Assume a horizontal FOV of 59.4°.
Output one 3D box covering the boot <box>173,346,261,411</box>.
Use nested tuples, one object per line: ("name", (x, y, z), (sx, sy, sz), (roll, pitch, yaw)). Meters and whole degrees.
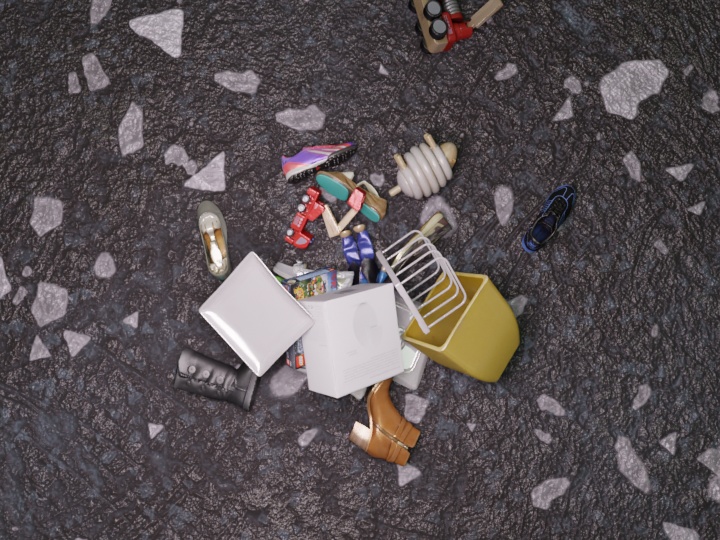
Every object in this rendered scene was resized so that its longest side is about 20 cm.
("boot", (-0.330, 0.223, 1.498), (0.194, 0.066, 0.170), (17, 80, 5))

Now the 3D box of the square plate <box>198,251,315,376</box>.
("square plate", (-0.222, 0.094, 1.354), (0.198, 0.028, 0.200), (-43, 93, 20))

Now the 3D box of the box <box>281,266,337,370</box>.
("box", (-0.112, 0.108, 1.439), (0.134, 0.037, 0.207), (-18, 114, -40))

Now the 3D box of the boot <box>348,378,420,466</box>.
("boot", (0.075, 0.345, 1.482), (0.152, 0.077, 0.205), (25, 82, 2))

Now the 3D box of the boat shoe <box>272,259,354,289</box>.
("boat shoe", (-0.113, 0.010, 1.517), (0.196, 0.074, 0.067), (15, 88, 9))

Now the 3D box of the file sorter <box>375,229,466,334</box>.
("file sorter", (0.136, 0.015, 1.423), (0.123, 0.201, 0.140), (-33, 114, 2))

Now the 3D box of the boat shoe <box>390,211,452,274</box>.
("boat shoe", (0.147, -0.055, 1.543), (0.065, 0.073, 0.201), (41, 84, 7))

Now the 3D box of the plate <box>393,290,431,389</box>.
("plate", (0.084, 0.157, 1.532), (0.195, 0.032, 0.205), (23, 83, 2))

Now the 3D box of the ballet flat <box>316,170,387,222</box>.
("ballet flat", (-0.015, -0.201, 1.568), (0.197, 0.068, 0.073), (32, 62, 3))

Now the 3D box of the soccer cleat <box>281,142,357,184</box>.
("soccer cleat", (-0.104, -0.286, 1.573), (0.195, 0.068, 0.075), (-24, 76, -4))

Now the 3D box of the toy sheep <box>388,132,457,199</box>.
("toy sheep", (0.151, -0.246, 1.544), (0.197, 0.138, 0.141), (-31, 84, 9))

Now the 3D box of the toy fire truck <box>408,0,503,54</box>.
("toy fire truck", (0.244, -0.672, 1.617), (0.194, 0.129, 0.182), (-14, 82, -16))

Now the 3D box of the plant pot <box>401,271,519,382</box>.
("plant pot", (0.251, 0.147, 1.457), (0.199, 0.193, 0.198), (41, 77, -20))

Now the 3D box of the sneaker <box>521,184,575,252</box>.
("sneaker", (0.476, -0.132, 1.562), (0.069, 0.078, 0.202), (35, 83, 3))

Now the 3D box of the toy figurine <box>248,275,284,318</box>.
("toy figurine", (-0.234, 0.068, 1.457), (0.195, 0.184, 0.154), (22, 82, 2))

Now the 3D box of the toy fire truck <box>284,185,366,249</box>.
("toy fire truck", (-0.085, -0.129, 1.527), (0.138, 0.049, 0.204), (29, 105, 1))

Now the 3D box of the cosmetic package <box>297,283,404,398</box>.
("cosmetic package", (-0.021, 0.147, 1.396), (0.195, 0.121, 0.207), (-12, 96, -37))

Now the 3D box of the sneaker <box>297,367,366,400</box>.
("sneaker", (-0.076, 0.258, 1.492), (0.193, 0.073, 0.073), (15, 81, 1))

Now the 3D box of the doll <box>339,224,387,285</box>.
("doll", (0.000, 0.000, 1.536), (0.133, 0.048, 0.206), (-18, 78, 14))

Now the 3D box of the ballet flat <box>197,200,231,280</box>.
("ballet flat", (-0.355, -0.079, 1.534), (0.065, 0.064, 0.206), (-15, 82, -4))
